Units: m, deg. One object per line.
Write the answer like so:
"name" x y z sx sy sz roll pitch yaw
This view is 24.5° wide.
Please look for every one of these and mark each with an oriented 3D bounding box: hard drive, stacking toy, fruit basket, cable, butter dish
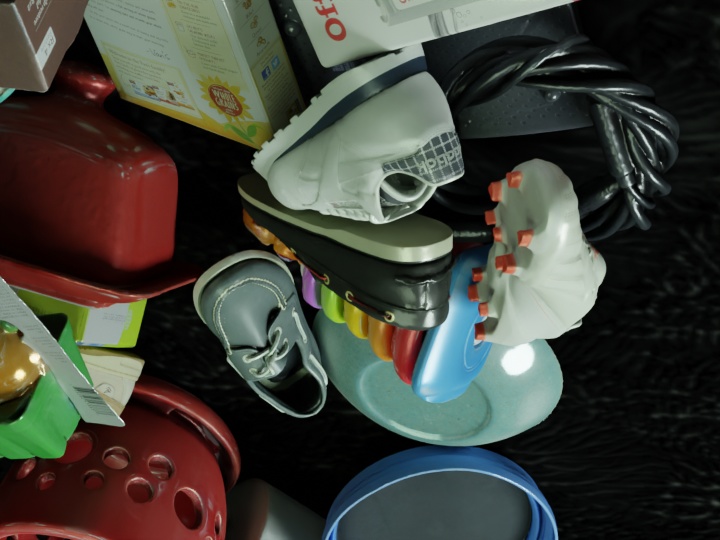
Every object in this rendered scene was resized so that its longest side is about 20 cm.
"hard drive" 0.039 -0.138 0.991 0.198 0.043 0.135 -1 139 23
"stacking toy" 0.000 0.000 1.142 0.199 0.116 0.111 25 106 20
"fruit basket" -0.266 0.036 1.059 0.184 0.094 0.201 -5 131 32
"cable" 0.108 -0.068 0.978 0.161 0.051 0.201 12 149 -1
"butter dish" -0.200 -0.067 1.109 0.198 0.149 0.199 16 -172 7

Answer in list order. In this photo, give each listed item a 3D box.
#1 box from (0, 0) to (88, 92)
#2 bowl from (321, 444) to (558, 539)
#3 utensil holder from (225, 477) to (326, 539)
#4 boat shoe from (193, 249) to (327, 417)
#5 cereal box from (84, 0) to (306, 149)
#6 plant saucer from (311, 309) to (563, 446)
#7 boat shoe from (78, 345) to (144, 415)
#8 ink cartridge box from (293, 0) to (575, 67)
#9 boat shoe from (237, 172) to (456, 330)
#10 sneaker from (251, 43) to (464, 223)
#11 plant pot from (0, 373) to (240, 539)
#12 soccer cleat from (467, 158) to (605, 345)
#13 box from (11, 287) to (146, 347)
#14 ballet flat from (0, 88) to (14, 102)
"box" -0.260 -0.168 0.945 0.198 0.101 0.075 7 144 12
"bowl" 0.063 0.224 1.380 0.198 0.040 0.202 -4 128 -5
"utensil holder" -0.055 0.306 1.482 0.199 0.171 0.169 36 139 -21
"boat shoe" -0.065 0.050 1.213 0.072 0.062 0.200 -31 152 -4
"cereal box" -0.116 -0.167 0.987 0.143 0.040 0.201 23 149 32
"plant saucer" 0.054 0.084 1.266 0.199 0.039 0.202 11 142 9
"boat shoe" -0.250 0.081 1.258 0.199 0.070 0.073 16 178 -44
"ink cartridge box" 0.047 -0.201 0.843 0.198 0.083 0.148 -11 116 31
"boat shoe" -0.016 -0.018 1.061 0.201 0.073 0.064 27 126 47
"sneaker" -0.003 -0.060 0.953 0.081 0.076 0.200 58 159 1
"plant pot" -0.203 0.197 1.394 0.198 0.184 0.201 12 143 9
"soccer cleat" 0.112 -0.011 0.983 0.077 0.070 0.200 -5 157 -6
"box" -0.239 0.022 1.221 0.121 0.048 0.200 14 178 5
"ballet flat" -0.253 -0.143 1.025 0.070 0.067 0.200 47 173 -22
